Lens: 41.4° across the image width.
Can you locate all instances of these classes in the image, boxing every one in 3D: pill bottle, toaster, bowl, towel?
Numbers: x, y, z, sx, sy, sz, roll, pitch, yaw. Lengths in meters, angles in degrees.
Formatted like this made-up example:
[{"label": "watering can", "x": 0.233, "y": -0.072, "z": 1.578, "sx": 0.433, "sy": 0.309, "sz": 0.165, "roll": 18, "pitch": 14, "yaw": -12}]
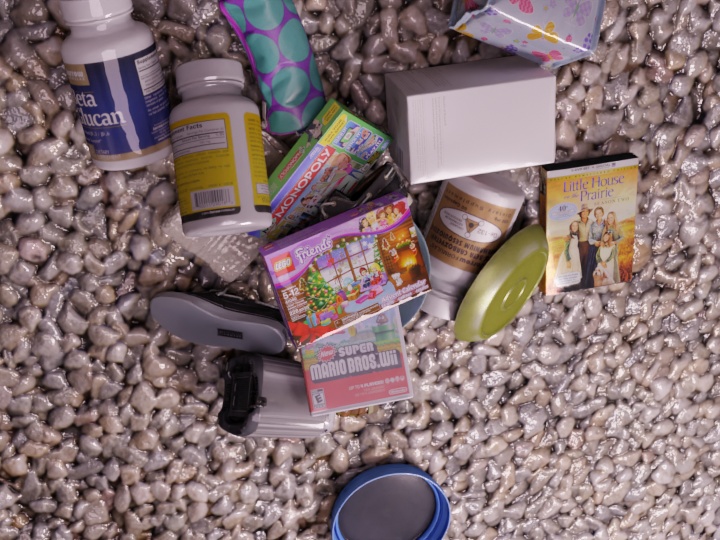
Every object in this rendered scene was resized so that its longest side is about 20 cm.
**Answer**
[{"label": "pill bottle", "x": 0.141, "y": -0.038, "z": 1.331, "sx": 0.113, "sy": 0.115, "sz": 0.202, "roll": 14, "pitch": 110, "yaw": -19}, {"label": "toaster", "x": -0.114, "y": 0.177, "z": 1.331, "sx": 0.128, "sy": 0.200, "sz": 0.115, "roll": 8, "pitch": 78, "yaw": -23}, {"label": "bowl", "x": 0.047, "y": 0.402, "z": 1.551, "sx": 0.198, "sy": 0.039, "sz": 0.203, "roll": -5, "pitch": 115, "yaw": -11}, {"label": "pill bottle", "x": -0.293, "y": -0.232, "z": 1.140, "sx": 0.110, "sy": 0.111, "sz": 0.202, "roll": -14, "pitch": 116, "yaw": -7}, {"label": "pill bottle", "x": -0.171, "y": -0.146, "z": 1.147, "sx": 0.110, "sy": 0.111, "sz": 0.202, "roll": -6, "pitch": 89, "yaw": -11}, {"label": "towel", "x": -0.162, "y": -0.093, "z": 1.279, "sx": 0.132, "sy": 0.035, "sz": 0.200, "roll": 39, "pitch": 100, "yaw": -24}]

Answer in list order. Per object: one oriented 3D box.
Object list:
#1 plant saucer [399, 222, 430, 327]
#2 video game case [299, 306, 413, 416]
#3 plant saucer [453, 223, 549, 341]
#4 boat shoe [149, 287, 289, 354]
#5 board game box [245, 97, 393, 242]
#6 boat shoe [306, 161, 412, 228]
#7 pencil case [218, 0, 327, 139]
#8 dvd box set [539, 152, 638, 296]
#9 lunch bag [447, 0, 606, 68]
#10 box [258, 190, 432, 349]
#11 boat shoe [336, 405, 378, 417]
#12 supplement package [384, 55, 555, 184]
[{"label": "plant saucer", "x": 0.000, "y": 0.000, "z": 1.324, "sx": 0.199, "sy": 0.039, "sz": 0.203, "roll": 0, "pitch": 87, "yaw": 9}, {"label": "video game case", "x": -0.014, "y": 0.082, "z": 1.273, "sx": 0.141, "sy": 0.017, "sz": 0.202, "roll": -9, "pitch": 86, "yaw": -10}, {"label": "plant saucer", "x": 0.209, "y": 0.026, "z": 1.354, "sx": 0.200, "sy": 0.031, "sz": 0.201, "roll": -40, "pitch": 152, "yaw": -26}, {"label": "boat shoe", "x": -0.190, "y": 0.059, "z": 1.321, "sx": 0.197, "sy": 0.068, "sz": 0.074, "roll": 9, "pitch": 126, "yaw": 9}, {"label": "board game box", "x": -0.058, "y": -0.119, "z": 1.237, "sx": 0.200, "sy": 0.029, "sz": 0.134, "roll": -50, "pitch": 153, "yaw": 14}, {"label": "boat shoe", "x": -0.030, "y": -0.073, "z": 1.259, "sx": 0.199, "sy": 0.072, "sz": 0.068, "roll": -31, "pitch": 114, "yaw": -8}, {"label": "pencil case", "x": -0.108, "y": -0.267, "z": 1.184, "sx": 0.092, "sy": 0.085, "sz": 0.202, "roll": -28, "pitch": 118, "yaw": -15}, {"label": "dvd box set", "x": 0.337, "y": -0.067, "z": 1.412, "sx": 0.145, "sy": 0.029, "sz": 0.202, "roll": -9, "pitch": 116, "yaw": -10}, {"label": "lunch bag", "x": 0.219, "y": -0.379, "z": 1.182, "sx": 0.168, "sy": 0.127, "sz": 0.202, "roll": 17, "pitch": 81, "yaw": -21}, {"label": "box", "x": -0.017, "y": -0.001, "z": 1.225, "sx": 0.198, "sy": 0.039, "sz": 0.138, "roll": -23, "pitch": 114, "yaw": -11}, {"label": "boat shoe", "x": -0.015, "y": 0.133, "z": 1.395, "sx": 0.067, "sy": 0.072, "sz": 0.202, "roll": -11, "pitch": 116, "yaw": -10}, {"label": "supplement package", "x": 0.143, "y": -0.201, "z": 1.254, "sx": 0.198, "sy": 0.121, "sz": 0.121, "roll": -9, "pitch": 116, "yaw": -9}]
